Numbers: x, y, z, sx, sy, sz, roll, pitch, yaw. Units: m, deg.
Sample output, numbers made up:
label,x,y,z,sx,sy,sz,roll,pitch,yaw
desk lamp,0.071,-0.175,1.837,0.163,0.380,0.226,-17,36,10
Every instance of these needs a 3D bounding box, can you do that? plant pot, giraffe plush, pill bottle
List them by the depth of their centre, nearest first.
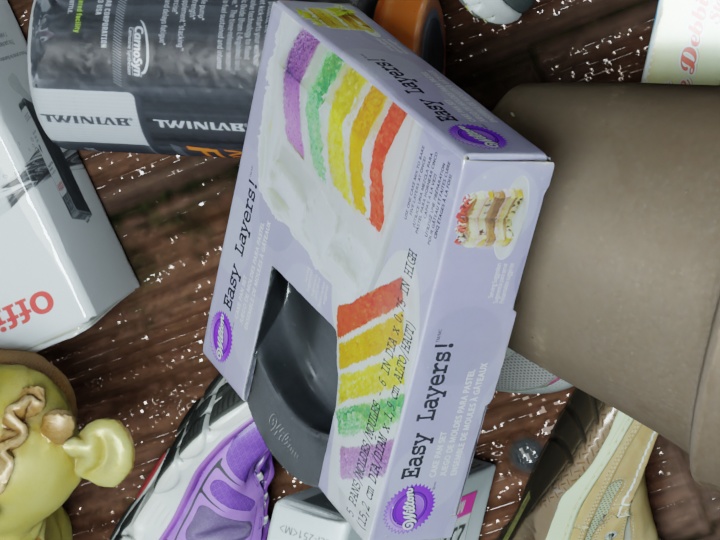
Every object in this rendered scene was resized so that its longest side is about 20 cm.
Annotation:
label,x,y,z,sx,sy,sz,roll,pitch,yaw
plant pot,0.138,-0.008,1.045,0.174,0.200,0.201,15,106,16
giraffe plush,-0.197,0.108,1.158,0.172,0.200,0.162,4,122,-29
pill bottle,-0.059,-0.109,1.158,0.200,0.106,0.106,4,103,15

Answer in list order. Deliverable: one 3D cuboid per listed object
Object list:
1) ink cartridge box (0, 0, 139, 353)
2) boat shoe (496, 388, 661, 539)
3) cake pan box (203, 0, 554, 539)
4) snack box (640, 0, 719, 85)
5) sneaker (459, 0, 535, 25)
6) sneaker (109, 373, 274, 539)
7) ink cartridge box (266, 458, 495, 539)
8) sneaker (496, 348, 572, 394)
label,x,y,z,sx,sy,sz,roll,pitch,yaw
ink cartridge box,-0.230,-0.043,1.231,0.144,0.084,0.200,-23,95,18
boat shoe,0.124,0.127,1.187,0.076,0.072,0.200,23,120,-5
cake pan box,0.000,0.000,1.041,0.052,0.184,0.200,-1,119,-29
snack box,0.191,-0.055,1.137,0.116,0.037,0.200,14,106,10
sneaker,0.050,-0.193,1.083,0.085,0.200,0.075,-38,50,6
sneaker,-0.074,0.124,1.242,0.083,0.081,0.200,30,118,-6
ink cartridge box,-0.002,0.187,1.147,0.043,0.200,0.174,16,99,22
sneaker,0.027,0.019,1.161,0.200,0.088,0.082,14,105,20
